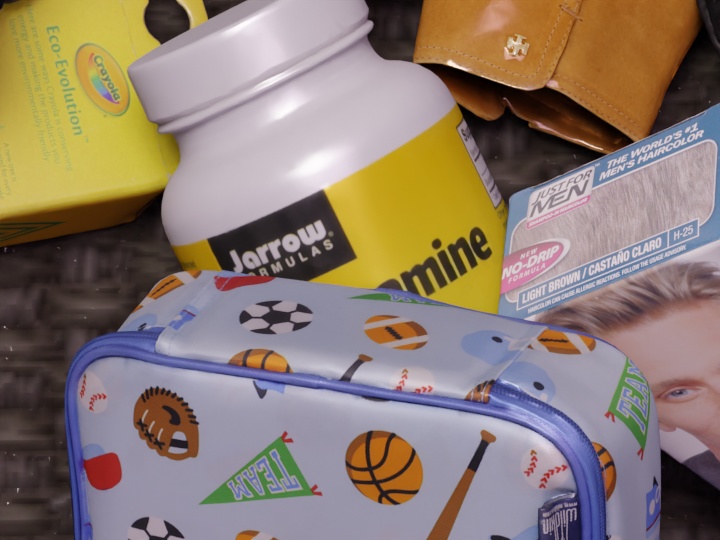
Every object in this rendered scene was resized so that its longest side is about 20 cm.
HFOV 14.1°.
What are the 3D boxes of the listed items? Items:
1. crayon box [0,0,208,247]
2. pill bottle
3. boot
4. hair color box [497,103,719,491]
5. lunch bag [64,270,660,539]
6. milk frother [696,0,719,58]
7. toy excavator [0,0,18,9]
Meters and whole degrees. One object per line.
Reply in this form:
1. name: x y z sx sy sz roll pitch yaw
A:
1. crayon box: -0.152 -0.071 1.052 0.199 0.051 0.127 -10 79 -24
2. pill bottle: 0.000 0.000 1.018 0.112 0.112 0.200 -29 99 -12
3. boot: 0.043 -0.139 1.091 0.201 0.071 0.144 29 67 -9
4. hair color box: 0.149 0.030 1.009 0.200 0.100 0.061 35 47 -33
5. lunch bag: 0.003 0.089 0.945 0.199 0.076 0.161 11 117 22
6. milk frother: 0.231 -0.079 1.087 0.188 0.200 0.181 -11 54 -24
7. toy excavator: -0.214 -0.108 0.969 0.199 0.100 0.195 23 65 0
